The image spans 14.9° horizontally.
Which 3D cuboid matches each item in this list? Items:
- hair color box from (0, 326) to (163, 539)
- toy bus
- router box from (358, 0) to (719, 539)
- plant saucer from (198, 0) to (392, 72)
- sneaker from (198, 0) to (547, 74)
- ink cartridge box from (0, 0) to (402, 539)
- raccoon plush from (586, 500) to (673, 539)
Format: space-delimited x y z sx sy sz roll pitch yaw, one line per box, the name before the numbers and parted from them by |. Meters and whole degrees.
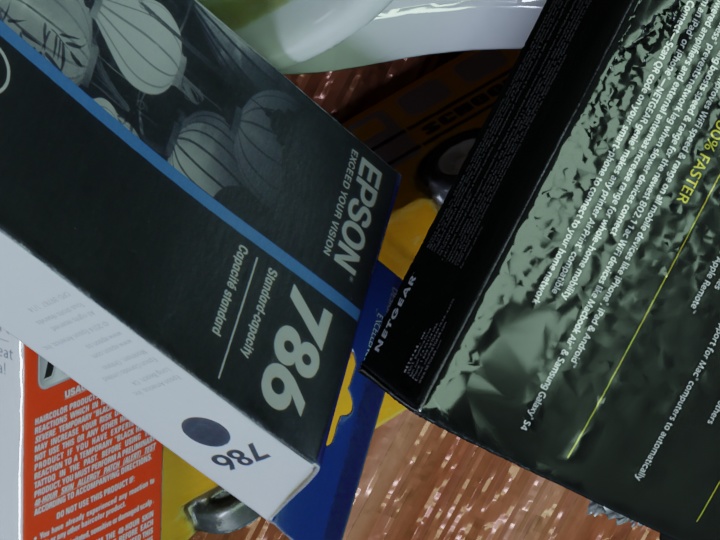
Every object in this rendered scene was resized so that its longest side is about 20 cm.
hair color box | -0.115 0.074 0.777 0.064 0.110 0.201 -23 123 -49
toy bus | 0.000 0.000 0.832 0.199 0.078 0.065 -31 123 -8
router box | 0.111 -0.027 0.722 0.149 0.051 0.201 27 93 -23
plant saucer | -0.071 -0.129 0.693 0.199 0.050 0.201 8 142 6
sneaker | 0.016 -0.106 0.770 0.198 0.073 0.085 -3 118 4
ink cartridge box | -0.050 -0.016 0.706 0.200 0.039 0.100 39 50 -31
raccoon plush | 0.134 0.008 0.858 0.097 0.134 0.200 43 71 0
